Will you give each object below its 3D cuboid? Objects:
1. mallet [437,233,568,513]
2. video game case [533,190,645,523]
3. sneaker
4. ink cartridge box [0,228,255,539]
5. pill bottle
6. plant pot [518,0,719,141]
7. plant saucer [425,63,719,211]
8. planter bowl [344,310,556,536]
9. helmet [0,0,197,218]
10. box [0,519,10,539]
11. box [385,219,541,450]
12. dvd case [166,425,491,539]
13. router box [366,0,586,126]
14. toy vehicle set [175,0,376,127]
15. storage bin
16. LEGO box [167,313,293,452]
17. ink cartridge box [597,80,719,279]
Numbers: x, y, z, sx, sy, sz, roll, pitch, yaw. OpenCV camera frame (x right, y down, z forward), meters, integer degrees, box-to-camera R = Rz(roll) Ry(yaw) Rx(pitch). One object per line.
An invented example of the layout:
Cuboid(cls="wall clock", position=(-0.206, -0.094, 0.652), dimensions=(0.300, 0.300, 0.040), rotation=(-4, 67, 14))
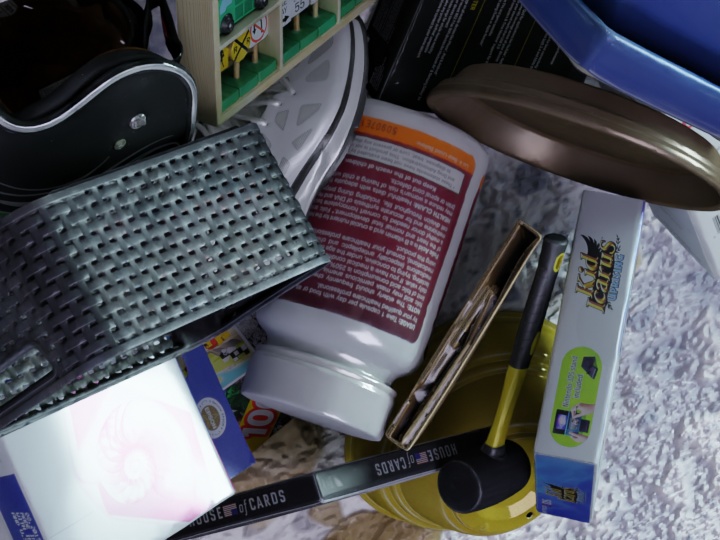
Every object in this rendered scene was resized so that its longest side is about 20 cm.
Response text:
Cuboid(cls="mallet", position=(0.108, 0.068, 1.446), dimensions=(0.066, 0.041, 0.200), rotation=(-5, 119, -55))
Cuboid(cls="video game case", position=(0.154, 0.063, 1.484), dimensions=(0.045, 0.182, 0.200), rotation=(11, 164, 8))
Cuboid(cls="sneaker", position=(-0.074, -0.087, 1.344), dimensions=(0.115, 0.076, 0.201), rotation=(25, 84, -33))
Cuboid(cls="ink cartridge box", position=(-0.152, 0.067, 1.299), dimensions=(0.200, 0.043, 0.197), rotation=(-31, 100, -45))
Cuboid(cls="pill bottle", position=(0.000, 0.000, 1.396), dimensions=(0.114, 0.114, 0.200), rotation=(26, 79, -37))
Cuboid(cls="plant pot", position=(0.195, -0.199, 1.283), dimensions=(0.200, 0.200, 0.180), rotation=(19, 114, -36))
Cuboid(cls="plant saucer", position=(0.138, -0.084, 1.351), dimensions=(0.200, 0.200, 0.030), rotation=(24, 82, -36))
Cuboid(cls="planter bowl", position=(0.095, 0.135, 1.613), dimensions=(0.200, 0.084, 0.201), rotation=(-13, 129, -16))
Cuboid(cls="helmet", position=(-0.203, -0.114, 1.221), dimensions=(0.190, 0.200, 0.200), rotation=(-15, 129, -16))
Cuboid(cls="box", position=(-0.262, 0.122, 1.362), dimensions=(0.060, 0.200, 0.117), rotation=(-39, 142, -45))
Cuboid(cls="box", position=(0.072, 0.042, 1.460), dimensions=(0.021, 0.200, 0.164), rotation=(32, 91, 5))
Cuboid(cls="dvd case", position=(-0.019, 0.146, 1.488), dimensions=(0.150, 0.025, 0.200), rotation=(-20, 173, 38))
Cuboid(cls="router box", position=(0.098, -0.192, 1.396), dimensions=(0.149, 0.051, 0.200), rotation=(7, 120, -31))
Cuboid(cls="toy vehicle set", position=(-0.040, -0.185, 1.277), dimensions=(0.200, 0.026, 0.124), rotation=(-44, 145, -43))
Cuboid(cls="storage bin", position=(-0.132, 0.005, 1.201), dimensions=(0.200, 0.094, 0.135), rotation=(-23, 174, -47))
Cuboid(cls="LEGO box", position=(-0.145, 0.081, 1.464), dimensions=(0.200, 0.077, 0.149), rotation=(-40, 131, 6))
Cuboid(cls="ink cartridge box", position=(0.254, -0.110, 1.478), dimensions=(0.145, 0.084, 0.200), rotation=(-37, 143, -4))
